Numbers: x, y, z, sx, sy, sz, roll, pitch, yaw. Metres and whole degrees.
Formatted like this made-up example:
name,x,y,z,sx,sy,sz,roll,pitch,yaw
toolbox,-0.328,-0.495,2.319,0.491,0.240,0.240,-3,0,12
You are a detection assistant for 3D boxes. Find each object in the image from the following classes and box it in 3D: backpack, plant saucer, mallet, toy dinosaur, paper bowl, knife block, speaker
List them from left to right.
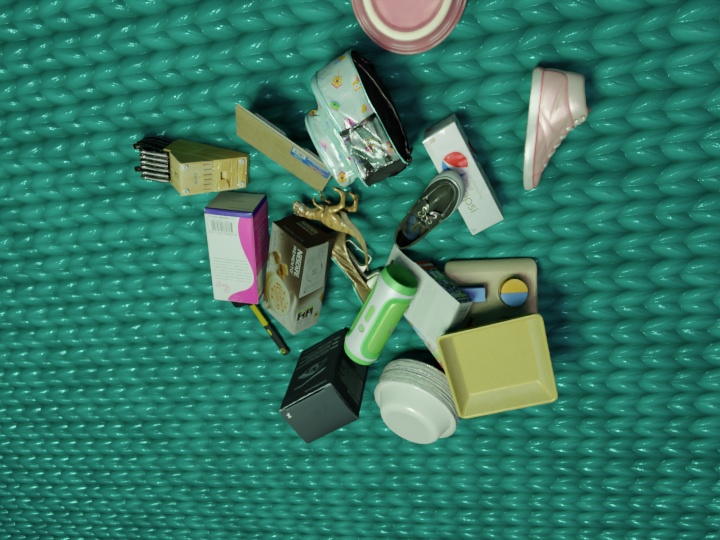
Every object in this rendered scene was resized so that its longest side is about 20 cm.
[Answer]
name,x,y,z,sx,sy,sz,roll,pitch,yaw
knife block,-0.339,-0.218,1.065,0.175,0.195,0.066,42,134,39
mallet,-0.229,0.120,1.236,0.064,0.042,0.204,-14,119,16
toy dinosaur,-0.037,-0.099,1.045,0.196,0.060,0.109,30,106,17
backpack,-0.010,-0.254,0.908,0.149,0.177,0.205,-19,110,15
speaker,0.038,0.090,1.076,0.086,0.089,0.203,26,117,-5
plant saucer,0.075,-0.451,0.856,0.193,0.051,0.207,5,118,8
paper bowl,0.121,0.300,1.188,0.195,0.106,0.204,19,141,16
plant saucer,0.259,0.174,1.025,0.194,0.049,0.205,-14,116,14

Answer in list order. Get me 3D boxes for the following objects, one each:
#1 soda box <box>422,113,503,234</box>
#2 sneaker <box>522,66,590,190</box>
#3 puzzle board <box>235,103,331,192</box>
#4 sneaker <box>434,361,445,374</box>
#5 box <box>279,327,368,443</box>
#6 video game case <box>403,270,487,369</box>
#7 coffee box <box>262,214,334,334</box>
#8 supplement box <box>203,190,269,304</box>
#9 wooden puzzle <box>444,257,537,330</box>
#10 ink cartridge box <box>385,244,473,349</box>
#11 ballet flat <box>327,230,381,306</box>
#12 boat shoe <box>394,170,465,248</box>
name,x,y,z,sx,sy,sz,roll,pitch,yaw
soda box,0.187,-0.173,0.979,0.067,0.064,0.203,-25,112,22
sneaker,0.330,-0.233,0.911,0.101,0.076,0.207,6,115,13
puzzle board,-0.140,-0.220,0.984,0.197,0.150,0.018,33,79,-8
sneaker,0.262,0.198,1.172,0.196,0.075,0.081,-24,122,28
box,-0.073,0.247,1.177,0.146,0.202,0.105,-30,111,24
video game case,0.191,0.120,1.122,0.142,0.017,0.202,-41,83,26
coffee box,-0.131,0.007,1.101,0.113,0.079,0.205,35,127,31
supplement box,-0.248,-0.047,1.108,0.097,0.104,0.206,6,118,6
wooden puzzle,0.258,0.082,1.058,0.178,0.046,0.208,-2,89,9
ink cartridge box,0.124,0.046,1.082,0.200,0.049,0.111,46,126,36
ballet flat,0.000,0.000,1.115,0.071,0.068,0.203,-30,105,13
boat shoe,0.123,-0.102,0.990,0.068,0.057,0.200,40,144,0
